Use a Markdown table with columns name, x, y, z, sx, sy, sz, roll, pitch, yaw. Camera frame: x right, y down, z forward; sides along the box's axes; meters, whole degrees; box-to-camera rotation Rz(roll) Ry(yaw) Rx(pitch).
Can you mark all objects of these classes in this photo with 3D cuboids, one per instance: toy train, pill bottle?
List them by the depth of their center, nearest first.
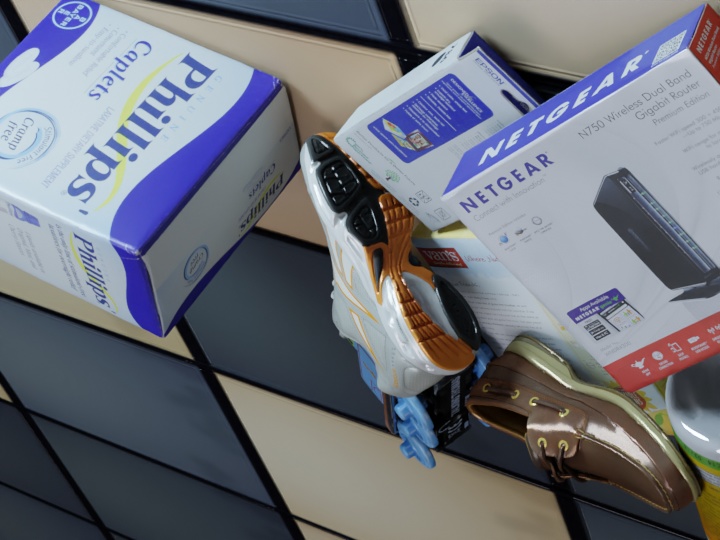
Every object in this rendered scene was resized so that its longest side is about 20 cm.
| name | x | y | z | sx | sy | sz | roll | pitch | yaw |
| --- | --- | --- | --- | --- | --- | --- | --- | --- | --- |
| pill bottle | 0.274 | 0.135 | 1.206 | 0.111 | 0.111 | 0.200 | 15 | 146 | 35 |
| toy train | 0.045 | 0.073 | 1.385 | 0.114 | 0.087 | 0.200 | 52 | 170 | 19 |

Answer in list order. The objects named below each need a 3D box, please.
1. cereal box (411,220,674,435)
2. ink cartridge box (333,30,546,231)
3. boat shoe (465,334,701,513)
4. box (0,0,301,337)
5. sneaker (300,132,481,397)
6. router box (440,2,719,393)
| name | x | y | z | sx | sy | sz | roll | pitch | yaw |
| --- | --- | --- | --- | --- | --- | --- | --- | --- | --- |
| cereal box | 0.139 | 0.034 | 1.279 | 0.144 | 0.040 | 0.200 | 2 | 137 | 51 |
| ink cartridge box | 0.069 | -0.091 | 1.171 | 0.099 | 0.039 | 0.200 | 43 | 153 | -13 |
| boat shoe | 0.146 | 0.114 | 1.221 | 0.200 | 0.068 | 0.072 | 34 | 158 | 50 |
| box | -0.176 | -0.080 | 1.311 | 0.200 | 0.184 | 0.105 | 24 | 149 | 21 |
| sneaker | 0.000 | 0.000 | 1.267 | 0.092 | 0.076 | 0.200 | -45 | 65 | 45 |
| router box | 0.177 | -0.034 | 1.062 | 0.179 | 0.049 | 0.200 | 44 | 134 | -15 |
